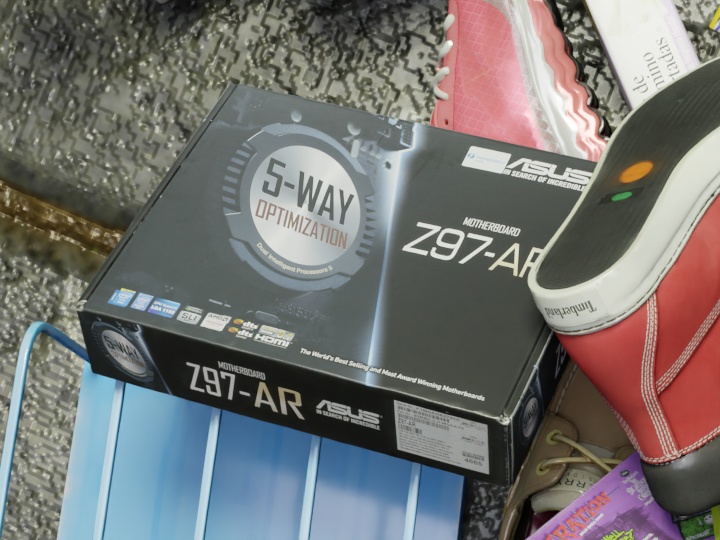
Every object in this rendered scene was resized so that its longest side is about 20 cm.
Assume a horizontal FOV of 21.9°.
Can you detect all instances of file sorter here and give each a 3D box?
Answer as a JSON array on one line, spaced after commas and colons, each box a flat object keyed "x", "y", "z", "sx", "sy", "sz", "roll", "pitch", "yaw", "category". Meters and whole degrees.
[{"x": -0.057, "y": 0.104, "z": 0.862, "sx": 0.198, "sy": 0.123, "sz": 0.140, "roll": 5, "pitch": 77, "yaw": 10, "category": "file sorter"}]

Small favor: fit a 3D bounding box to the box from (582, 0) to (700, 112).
[{"x": 0.127, "y": -0.133, "z": 0.899, "sx": 0.038, "sy": 0.041, "sz": 0.201, "roll": -23, "pitch": 83, "yaw": 8, "category": "box"}]

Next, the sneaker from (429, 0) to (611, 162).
[{"x": 0.061, "y": -0.092, "z": 0.892, "sx": 0.086, "sy": 0.074, "sz": 0.201, "roll": -23, "pitch": 82, "yaw": 10, "category": "sneaker"}]

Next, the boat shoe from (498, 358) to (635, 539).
[{"x": 0.106, "y": 0.109, "z": 0.870, "sx": 0.073, "sy": 0.066, "sz": 0.201, "roll": 14, "pitch": 88, "yaw": 11, "category": "boat shoe"}]

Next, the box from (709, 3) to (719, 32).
[{"x": 0.236, "y": -0.188, "z": 0.843, "sx": 0.070, "sy": 0.064, "sz": 0.201, "roll": 28, "pitch": 109, "yaw": 11, "category": "box"}]

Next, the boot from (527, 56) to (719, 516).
[{"x": 0.159, "y": 0.005, "z": 0.808, "sx": 0.072, "sy": 0.200, "sz": 0.145, "roll": -7, "pitch": 124, "yaw": 45, "category": "boot"}]

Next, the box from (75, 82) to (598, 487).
[{"x": 0.000, "y": 0.000, "z": 0.821, "sx": 0.199, "sy": 0.044, "sz": 0.161, "roll": 14, "pitch": 48, "yaw": 19, "category": "box"}]

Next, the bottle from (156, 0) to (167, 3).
[{"x": -0.029, "y": -0.206, "z": 0.920, "sx": 0.199, "sy": 0.065, "sz": 0.084, "roll": -32, "pitch": 81, "yaw": 6, "category": "bottle"}]

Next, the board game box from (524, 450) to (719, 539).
[{"x": 0.165, "y": 0.113, "z": 0.802, "sx": 0.199, "sy": 0.032, "sz": 0.120, "roll": -32, "pitch": 55, "yaw": -31, "category": "board game box"}]
